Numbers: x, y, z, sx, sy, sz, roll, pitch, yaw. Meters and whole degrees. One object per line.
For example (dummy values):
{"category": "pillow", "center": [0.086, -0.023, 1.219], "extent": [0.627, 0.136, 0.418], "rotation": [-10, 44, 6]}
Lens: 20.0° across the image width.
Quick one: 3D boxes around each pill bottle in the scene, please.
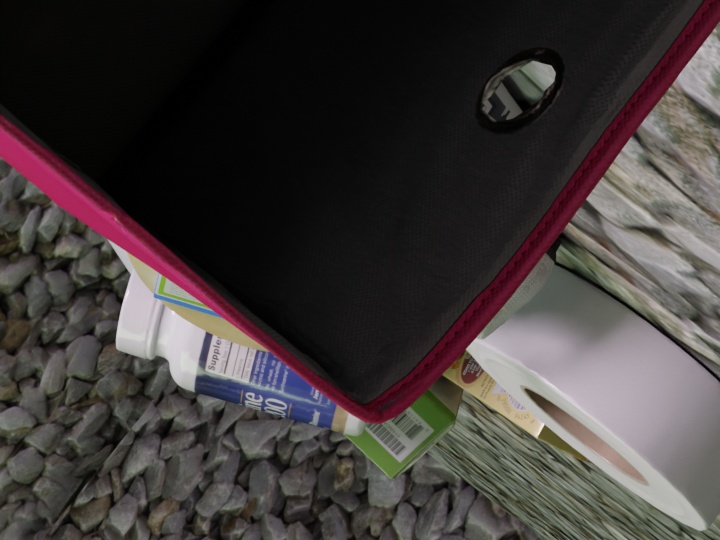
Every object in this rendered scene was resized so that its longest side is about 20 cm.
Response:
{"category": "pill bottle", "center": [-0.079, 0.049, 1.551], "extent": [0.199, 0.111, 0.111], "rotation": [16, 173, 2]}

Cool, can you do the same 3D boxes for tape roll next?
{"category": "tape roll", "center": [0.164, 0.080, 1.325], "extent": [0.202, 0.071, 0.202], "rotation": [38, 175, 4]}

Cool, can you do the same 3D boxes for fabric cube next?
{"category": "fabric cube", "center": [-0.042, -0.115, 0.526], "extent": [0.200, 0.196, 0.199], "rotation": [42, 173, -35]}

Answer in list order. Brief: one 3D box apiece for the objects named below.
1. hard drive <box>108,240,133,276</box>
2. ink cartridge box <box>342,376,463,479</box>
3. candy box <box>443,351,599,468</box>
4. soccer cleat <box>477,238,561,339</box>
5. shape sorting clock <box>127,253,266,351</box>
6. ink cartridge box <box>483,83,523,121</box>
{"category": "hard drive", "center": [-0.211, -0.085, 1.632], "extent": [0.200, 0.026, 0.132], "rotation": [55, 160, 17]}
{"category": "ink cartridge box", "center": [0.014, 0.067, 1.710], "extent": [0.148, 0.076, 0.200], "rotation": [44, -163, -6]}
{"category": "candy box", "center": [0.119, 0.083, 1.592], "extent": [0.115, 0.055, 0.200], "rotation": [29, -177, -43]}
{"category": "soccer cleat", "center": [0.038, -0.021, 1.251], "extent": [0.070, 0.086, 0.200], "rotation": [43, 173, -35]}
{"category": "shape sorting clock", "center": [-0.064, -0.011, 1.389], "extent": [0.199, 0.039, 0.200], "rotation": [10, 144, 8]}
{"category": "ink cartridge box", "center": [-0.012, -0.125, 1.003], "extent": [0.198, 0.043, 0.200], "rotation": [34, 174, 38]}
